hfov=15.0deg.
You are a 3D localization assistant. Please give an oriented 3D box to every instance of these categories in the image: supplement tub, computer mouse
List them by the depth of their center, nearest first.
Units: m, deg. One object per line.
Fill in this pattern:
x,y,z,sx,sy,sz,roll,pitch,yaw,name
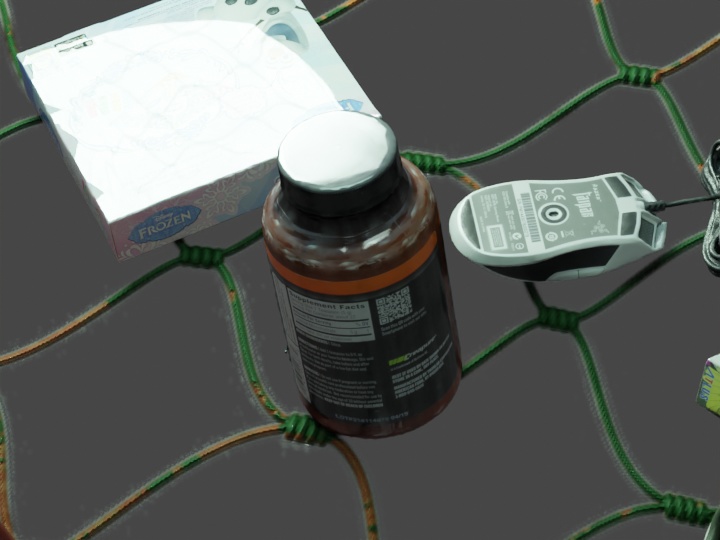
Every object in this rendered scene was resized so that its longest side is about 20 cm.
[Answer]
0.000,0.000,1.634,0.107,0.200,0.107,-5,44,5,supplement tub
0.156,-0.028,1.747,0.200,0.044,0.110,-6,49,-3,computer mouse

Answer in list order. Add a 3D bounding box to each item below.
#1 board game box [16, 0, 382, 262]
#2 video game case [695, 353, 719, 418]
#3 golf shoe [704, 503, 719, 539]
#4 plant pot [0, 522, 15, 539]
-0.111,-0.114,1.882,0.200,0.043,0.199,-22,45,-11,board game box
0.323,0.077,1.558,0.200,0.036,0.181,-19,40,-41,video game case
0.235,0.143,1.518,0.078,0.097,0.200,11,47,24,golf shoe
-0.321,0.170,1.543,0.200,0.176,0.200,19,51,27,plant pot
